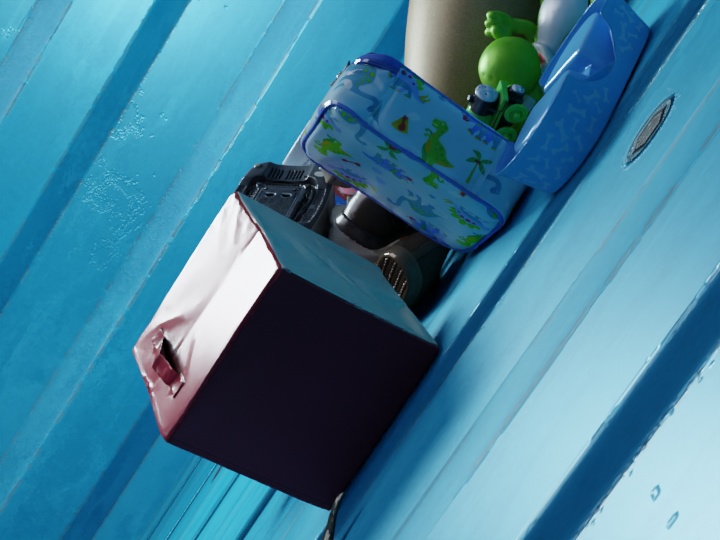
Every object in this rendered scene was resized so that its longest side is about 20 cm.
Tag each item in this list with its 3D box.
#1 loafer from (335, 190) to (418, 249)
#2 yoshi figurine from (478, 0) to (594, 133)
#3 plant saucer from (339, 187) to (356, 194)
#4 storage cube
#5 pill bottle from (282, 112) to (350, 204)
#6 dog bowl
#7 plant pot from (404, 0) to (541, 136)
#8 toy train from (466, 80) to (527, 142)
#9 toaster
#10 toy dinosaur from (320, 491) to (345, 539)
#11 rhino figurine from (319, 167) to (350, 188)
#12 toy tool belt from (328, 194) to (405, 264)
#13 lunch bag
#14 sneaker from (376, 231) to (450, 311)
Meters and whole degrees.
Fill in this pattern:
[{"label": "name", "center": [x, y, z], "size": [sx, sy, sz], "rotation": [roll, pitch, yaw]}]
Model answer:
[{"label": "loafer", "center": [0.042, -0.077, 1.507], "size": [0.071, 0.073, 0.200], "rotation": [-57, -5, 24]}, {"label": "yoshi figurine", "center": [0.181, -0.233, 1.423], "size": [0.200, 0.112, 0.112], "rotation": [-61, 11, -5]}, {"label": "plant saucer", "center": [0.052, -0.120, 1.716], "size": [0.201, 0.200, 0.051], "rotation": [-103, 8, -84]}, {"label": "storage cube", "center": [-0.068, 0.069, 1.280], "size": [0.180, 0.200, 0.171], "rotation": [-57, 28, 12]}, {"label": "pill bottle", "center": [0.004, -0.115, 1.876], "size": [0.112, 0.200, 0.112], "rotation": [-57, 5, 7]}, {"label": "dog bowl", "center": [0.178, -0.145, 1.199], "size": [0.200, 0.050, 0.111], "rotation": [-60, 5, -32]}, {"label": "plant pot", "center": [0.120, -0.198, 1.535], "size": [0.186, 0.186, 0.200], "rotation": [136, 151, -71]}, {"label": "toy train", "center": [0.107, -0.107, 1.425], "size": [0.200, 0.056, 0.042], "rotation": [112, 162, -44]}, {"label": "toaster", "center": [-0.091, -0.023, 1.622], "size": [0.200, 0.113, 0.129], "rotation": [-68, -25, -51]}, {"label": "toy dinosaur", "center": [-0.071, 0.262, 1.116], "size": [0.088, 0.047, 0.200], "rotation": [-30, 24, 48]}, {"label": "rhino figurine", "center": [0.002, -0.139, 1.544], "size": [0.087, 0.060, 0.200], "rotation": [-51, 3, 18]}, {"label": "toy tool belt", "center": [0.036, -0.027, 1.664], "size": [0.200, 0.123, 0.125], "rotation": [-46, -41, -77]}, {"label": "lunch bag", "center": [0.048, -0.105, 1.340], "size": [0.083, 0.200, 0.161], "rotation": [-58, 4, -20]}, {"label": "sneaker", "center": [0.047, 0.019, 1.494], "size": [0.075, 0.070, 0.200], "rotation": [-30, -9, -22]}]
